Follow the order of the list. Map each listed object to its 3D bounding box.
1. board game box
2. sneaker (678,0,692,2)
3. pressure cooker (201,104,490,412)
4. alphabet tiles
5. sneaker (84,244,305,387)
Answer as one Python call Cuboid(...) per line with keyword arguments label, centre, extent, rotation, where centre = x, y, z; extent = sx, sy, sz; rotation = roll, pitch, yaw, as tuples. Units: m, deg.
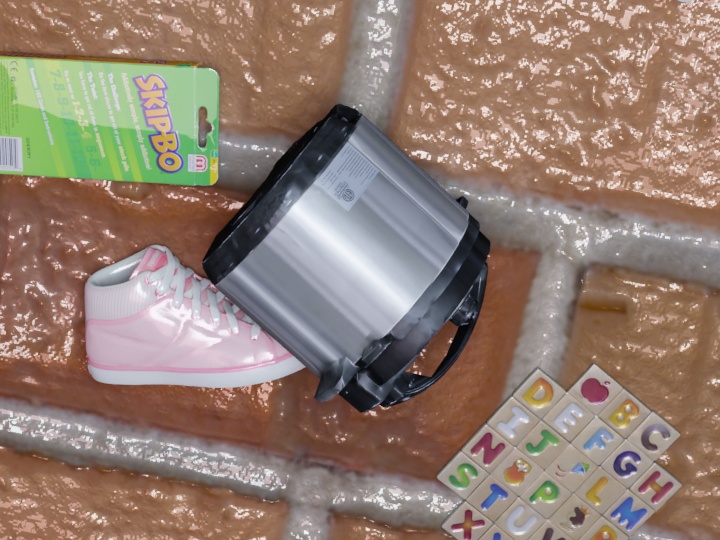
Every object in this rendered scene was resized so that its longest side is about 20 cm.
Cuboid(label="board game box", centre=(-0.209, -0.120, 1.115), extent=(0.198, 0.030, 0.096), rotation=(4, 109, 4))
Cuboid(label="sneaker", centre=(0.266, -0.238, 1.037), extent=(0.198, 0.071, 0.081), rotation=(13, 118, 5))
Cuboid(label="pressure cooker", centre=(0.001, 0.000, 1.063), extent=(0.200, 0.179, 0.176), rotation=(41, 100, -8))
Cuboid(label="alphabet tiles", centre=(0.170, 0.180, 1.206), extent=(0.166, 0.006, 0.200), rotation=(39, 106, -9))
Cuboid(label="sneaker", centre=(-0.132, 0.033, 1.136), extent=(0.198, 0.075, 0.106), rotation=(-2, 114, 8))
